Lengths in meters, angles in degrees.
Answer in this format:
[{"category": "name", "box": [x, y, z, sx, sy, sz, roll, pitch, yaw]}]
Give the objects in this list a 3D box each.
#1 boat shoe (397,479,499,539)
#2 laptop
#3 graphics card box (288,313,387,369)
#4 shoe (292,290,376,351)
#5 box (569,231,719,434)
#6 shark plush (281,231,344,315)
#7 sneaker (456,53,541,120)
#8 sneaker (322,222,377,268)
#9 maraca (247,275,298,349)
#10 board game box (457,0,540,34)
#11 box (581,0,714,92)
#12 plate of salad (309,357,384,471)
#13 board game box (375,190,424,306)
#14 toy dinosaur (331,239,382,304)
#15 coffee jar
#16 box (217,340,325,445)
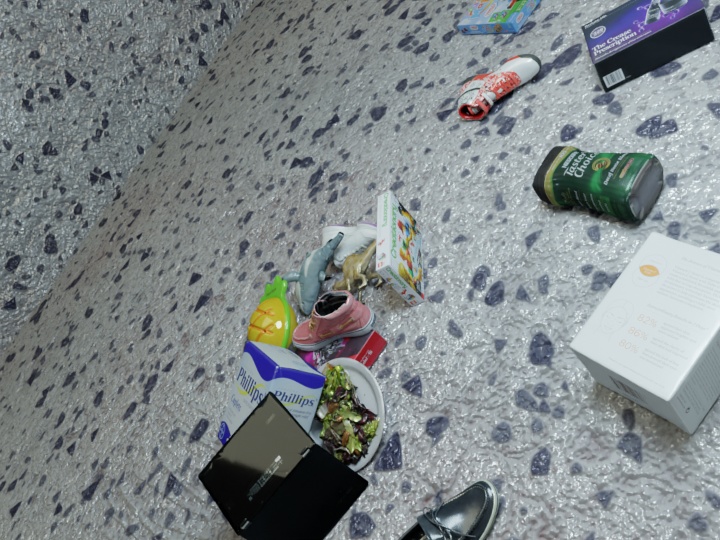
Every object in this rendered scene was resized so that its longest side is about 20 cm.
[{"category": "boat shoe", "box": [0.113, 0.370, 0.862, 0.200, 0.062, 0.075, -43, 35, 4]}, {"category": "laptop", "box": [-0.129, 0.347, 1.019, 0.188, 0.116, 0.200, -49, 59, -2]}, {"category": "graphics card box", "box": [-0.050, 0.150, 1.228, 0.126, 0.051, 0.199, -54, 37, -9]}, {"category": "shoe", "box": [-0.073, 0.094, 1.183, 0.198, 0.091, 0.072, -17, 46, 33]}, {"category": "box", "box": [0.405, 0.076, 0.799, 0.201, 0.106, 0.152, -51, 37, -5]}, {"category": "shark plush", "box": [-0.083, 0.001, 1.360, 0.200, 0.090, 0.084, -48, 50, 15]}, {"category": "sneaker", "box": [0.303, -0.398, 1.360, 0.200, 0.067, 0.109, -8, 53, 45]}, {"category": "sneaker", "box": [-0.008, -0.053, 1.369, 0.198, 0.074, 0.101, -2, 75, 43]}, {"category": "maraca", "box": [-0.191, 0.112, 1.340, 0.137, 0.106, 0.203, -32, 52, 41]}, {"category": "board game box", "box": [0.362, -0.675, 1.572, 0.152, 0.037, 0.199, -54, 37, -8]}, {"category": "box", "box": [0.540, -0.453, 1.168, 0.198, 0.079, 0.142, -23, 41, 29]}, {"category": "plate of salad", "box": [-0.042, 0.256, 1.086, 0.198, 0.048, 0.203, -11, 71, 36]}, {"category": "board game box", "box": [0.079, -0.046, 1.213, 0.034, 0.126, 0.202, -24, 43, 27]}, {"category": "toy dinosaur", "box": [0.000, 0.000, 1.279, 0.200, 0.058, 0.102, -50, 52, 22]}, {"category": "coffee jar", "box": [0.392, -0.152, 1.033, 0.199, 0.085, 0.105, 22, 73, 52]}, {"category": "box", "box": [-0.169, 0.255, 1.135, 0.183, 0.104, 0.203, 17, 89, 61]}]
